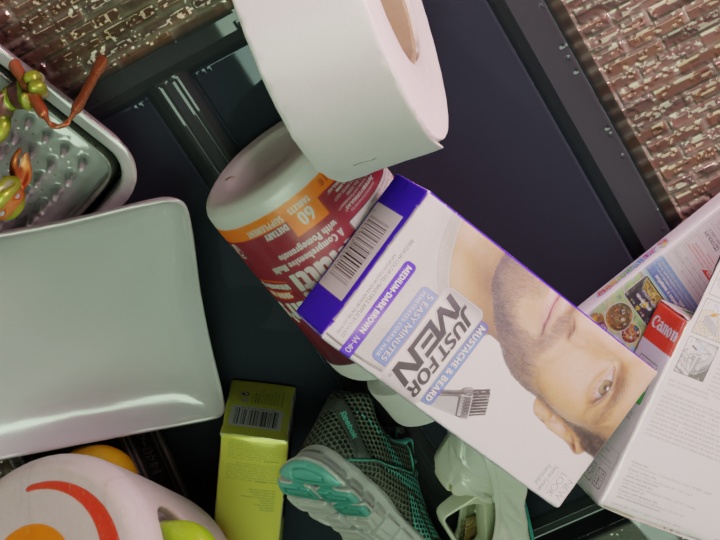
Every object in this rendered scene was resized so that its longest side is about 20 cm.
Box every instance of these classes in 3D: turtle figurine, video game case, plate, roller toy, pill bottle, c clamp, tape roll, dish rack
[{"bbox_3d":[-0.260,-0.083,1.160,0.161,0.064,0.200,36,88,-10],"label":"turtle figurine"},{"bbox_3d":[0.219,0.049,1.245,0.200,0.018,0.143,-39,112,-2],"label":"video game case"},{"bbox_3d":[-0.201,0.038,1.253,0.199,0.032,0.200,-11,132,-5],"label":"plate"},{"bbox_3d":[-0.179,0.224,1.261,0.183,0.200,0.140,-57,144,-2],"label":"roller toy"},{"bbox_3d":[0.000,0.000,1.216,0.109,0.110,0.200,-32,112,18],"label":"pill bottle"},{"bbox_3d":[-0.219,0.138,1.354,0.170,0.027,0.200,-23,113,9],"label":"c clamp"},{"bbox_3d":[-0.016,-0.156,1.081,0.071,0.203,0.203,-18,116,12],"label":"tape roll"},{"bbox_3d":[-0.261,-0.077,1.226,0.200,0.044,0.172,38,113,-16],"label":"dish rack"}]

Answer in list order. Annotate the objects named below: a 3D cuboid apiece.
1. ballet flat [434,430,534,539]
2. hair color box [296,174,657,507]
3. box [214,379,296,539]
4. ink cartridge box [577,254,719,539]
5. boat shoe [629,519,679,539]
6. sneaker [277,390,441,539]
[{"bbox_3d":[0.083,0.147,1.291,0.069,0.070,0.200,-4,135,5],"label":"ballet flat"},{"bbox_3d":[0.073,0.044,1.158,0.200,0.065,0.109,36,90,-24],"label":"hair color box"},{"bbox_3d":[-0.080,0.182,1.340,0.050,0.075,0.201,7,120,-1],"label":"box"},{"bbox_3d":[0.232,0.073,1.220,0.109,0.050,0.201,21,98,-19],"label":"ink cartridge box"},{"bbox_3d":[0.168,0.104,1.296,0.071,0.072,0.200,-44,110,-1],"label":"boat shoe"},{"bbox_3d":[0.020,0.156,1.321,0.077,0.091,0.200,2,147,30],"label":"sneaker"}]
